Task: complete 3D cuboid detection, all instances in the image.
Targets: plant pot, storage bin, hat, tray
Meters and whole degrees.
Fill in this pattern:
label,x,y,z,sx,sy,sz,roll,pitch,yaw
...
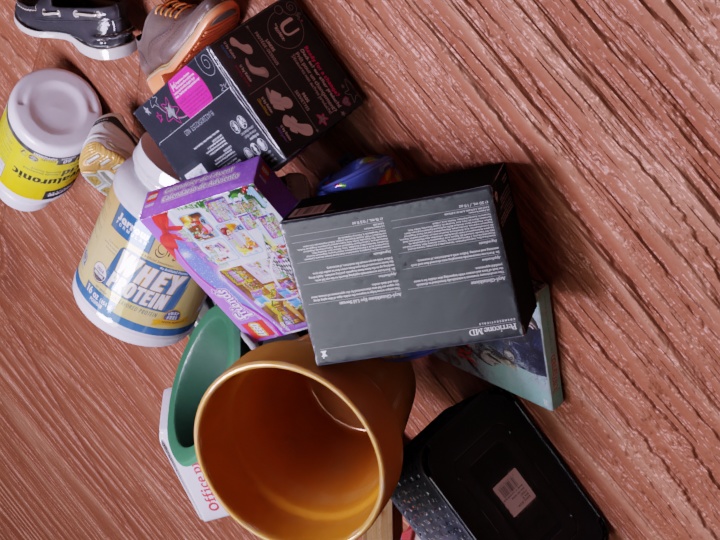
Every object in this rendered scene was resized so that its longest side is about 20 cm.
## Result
label,x,y,z,sx,sy,sz,roll,pitch,yaw
plant pot,-0.034,0.141,1.627,0.198,0.183,0.202,10,117,20
storage bin,0.134,0.234,1.659,0.201,0.135,0.094,54,149,-2
hat,-0.096,0.148,1.759,0.201,0.174,0.166,-57,29,32
tray,0.024,0.272,1.811,0.037,0.201,0.099,-7,128,5

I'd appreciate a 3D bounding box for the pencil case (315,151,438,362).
label,x,y,z,sx,sy,sz,roll,pitch,yaw
pencil case,0.021,-0.012,1.580,0.086,0.078,0.202,-15,103,23

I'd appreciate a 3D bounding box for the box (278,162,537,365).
label,x,y,z,sx,sy,sz,roll,pitch,yaw
box,0.044,-0.004,1.489,0.198,0.079,0.143,-9,106,18

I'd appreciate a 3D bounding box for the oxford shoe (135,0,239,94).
label,x,y,z,sx,sy,sz,roll,pitch,yaw
oxford shoe,-0.183,-0.241,1.671,0.073,0.071,0.200,59,149,-1

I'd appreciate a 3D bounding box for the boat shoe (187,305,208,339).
label,x,y,z,sx,sy,sz,roll,pitch,yaw
boat shoe,-0.142,0.112,1.972,0.202,0.071,0.061,57,153,6

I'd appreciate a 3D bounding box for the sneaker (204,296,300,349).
label,x,y,z,sx,sy,sz,roll,pitch,yaw
sneaker,-0.121,0.067,1.911,0.112,0.073,0.201,40,158,52

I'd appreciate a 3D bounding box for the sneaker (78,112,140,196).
label,x,y,z,sx,sy,sz,roll,pitch,yaw
sneaker,-0.237,-0.100,1.894,0.075,0.088,0.200,-18,133,23

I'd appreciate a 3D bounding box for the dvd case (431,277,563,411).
label,x,y,z,sx,sy,sz,roll,pitch,yaw
dvd case,0.108,0.043,1.615,0.199,0.022,0.147,25,139,40

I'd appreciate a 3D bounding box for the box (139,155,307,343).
label,x,y,z,sx,sy,sz,roll,pitch,yaw
box,-0.100,-0.016,1.598,0.136,0.039,0.200,-15,133,29

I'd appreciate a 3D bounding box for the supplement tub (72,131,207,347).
label,x,y,z,sx,sy,sz,roll,pitch,yaw
supplement tub,-0.214,-0.036,1.790,0.144,0.144,0.201,38,119,22

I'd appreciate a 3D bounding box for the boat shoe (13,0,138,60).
label,x,y,z,sx,sy,sz,roll,pitch,yaw
boat shoe,-0.313,-0.280,1.798,0.199,0.073,0.061,28,132,45

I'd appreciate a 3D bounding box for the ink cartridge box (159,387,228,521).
label,x,y,z,sx,sy,sz,roll,pitch,yaw
ink cartridge box,-0.110,0.183,1.863,0.085,0.198,0.145,-96,-12,-56

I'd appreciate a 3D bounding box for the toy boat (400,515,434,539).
label,x,y,z,sx,sy,sz,roll,pitch,yaw
toy boat,0.105,0.332,1.755,0.199,0.132,0.130,28,152,-28

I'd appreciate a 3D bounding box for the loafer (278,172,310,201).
label,x,y,z,sx,sy,sz,roll,pitch,yaw
loafer,-0.112,-0.037,1.653,0.200,0.069,0.071,-44,45,48

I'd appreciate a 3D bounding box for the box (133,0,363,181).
label,x,y,z,sx,sy,sz,roll,pitch,yaw
box,-0.110,-0.158,1.613,0.133,0.115,0.200,55,150,-6

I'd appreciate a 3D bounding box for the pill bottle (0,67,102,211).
label,x,y,z,sx,sy,sz,roll,pitch,yaw
pill bottle,-0.381,-0.148,1.984,0.112,0.111,0.200,50,149,4
